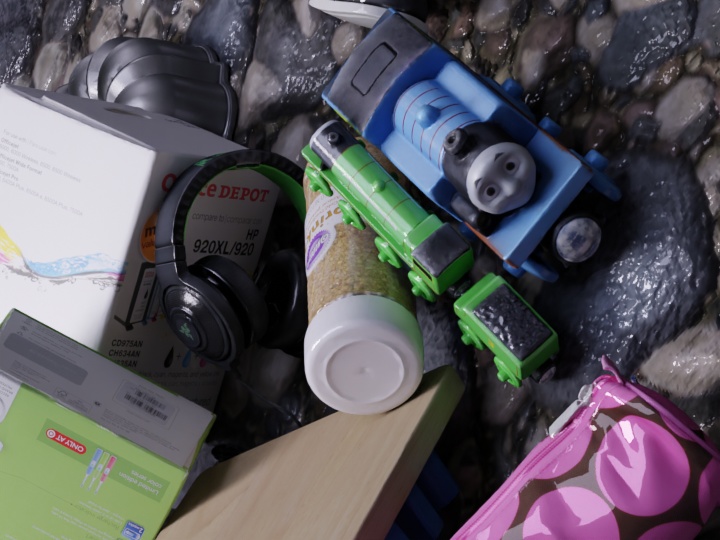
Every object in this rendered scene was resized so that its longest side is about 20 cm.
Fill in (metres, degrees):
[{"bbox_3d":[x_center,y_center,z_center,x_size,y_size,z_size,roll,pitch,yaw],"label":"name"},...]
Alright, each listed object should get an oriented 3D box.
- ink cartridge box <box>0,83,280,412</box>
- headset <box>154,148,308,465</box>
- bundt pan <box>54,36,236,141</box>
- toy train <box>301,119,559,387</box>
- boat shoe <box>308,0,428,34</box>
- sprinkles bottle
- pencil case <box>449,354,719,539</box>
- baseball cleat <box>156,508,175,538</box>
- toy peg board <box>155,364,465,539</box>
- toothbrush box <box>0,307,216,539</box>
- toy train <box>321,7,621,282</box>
[{"bbox_3d":[-0.168,-0.003,1.709,0.144,0.147,0.201,23,100,32],"label":"ink cartridge box"},{"bbox_3d":[-0.074,0.026,1.643,0.094,0.123,0.201,-11,86,55],"label":"headset"},{"bbox_3d":[-0.175,-0.079,1.879,0.202,0.076,0.202,-29,52,46],"label":"bundt pan"},{"bbox_3d":[0.038,-0.012,1.466,0.042,0.056,0.200,-42,72,-9],"label":"toy train"},{"bbox_3d":[0.011,-0.182,1.618,0.200,0.074,0.060,-106,34,-82],"label":"boat shoe"},{"bbox_3d":[0.000,0.000,1.542,0.068,0.068,0.200,-52,22,28],"label":"sprinkles bottle"},{"bbox_3d":[0.092,0.142,1.311,0.200,0.094,0.091,-47,16,0],"label":"pencil case"},{"bbox_3d":[-0.131,0.247,1.670,0.107,0.070,0.200,-56,26,34],"label":"baseball cleat"},{"bbox_3d":[-0.028,0.174,1.478,0.199,0.098,0.200,-25,19,32],"label":"toy peg board"},{"bbox_3d":[-0.200,0.149,1.601,0.200,0.145,0.086,-62,2,23],"label":"toothbrush box"},{"bbox_3d":[0.063,-0.068,1.474,0.087,0.114,0.200,-52,35,8],"label":"toy train"}]
